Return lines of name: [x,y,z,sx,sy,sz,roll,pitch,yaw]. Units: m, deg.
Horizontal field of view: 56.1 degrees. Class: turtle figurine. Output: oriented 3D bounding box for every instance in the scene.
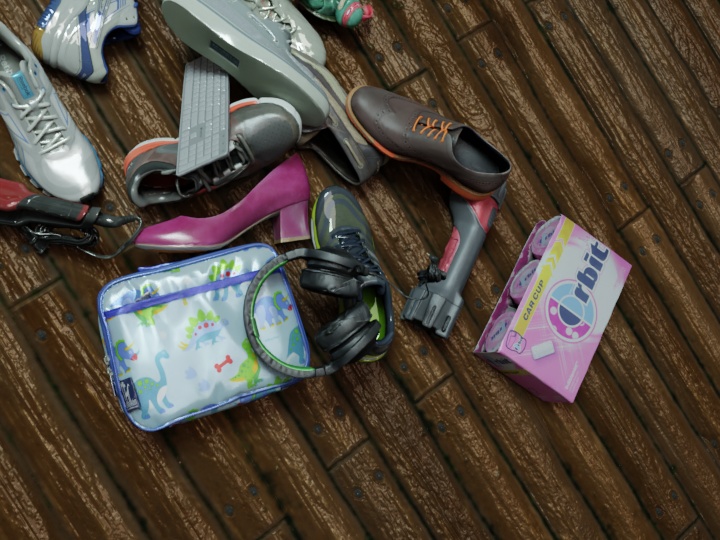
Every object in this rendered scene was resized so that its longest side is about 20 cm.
turtle figurine: [-0.048,-0.348,0.780,0.200,0.101,0.149,44,49,11]

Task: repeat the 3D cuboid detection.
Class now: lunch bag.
lunch bag: [-0.161,0.064,0.694,0.196,0.082,0.164,-13,83,-19]

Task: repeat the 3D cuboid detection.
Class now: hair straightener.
hair straightener: [-0.313,-0.052,0.673,0.195,0.078,0.042,8,54,-1]

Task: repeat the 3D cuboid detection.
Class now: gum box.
gum box: [0.236,0.042,0.820,0.112,0.066,0.202,33,73,-11]

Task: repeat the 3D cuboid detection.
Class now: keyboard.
keyboard: [-0.161,-0.171,0.697,0.055,0.011,0.202,-17,47,7]

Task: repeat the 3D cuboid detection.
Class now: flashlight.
flashlight: [0.108,-0.025,0.799,0.067,0.068,0.203,30,79,-14]

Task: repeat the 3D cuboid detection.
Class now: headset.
headset: [-0.016,0.031,0.659,0.196,0.094,0.126,-15,89,-12]

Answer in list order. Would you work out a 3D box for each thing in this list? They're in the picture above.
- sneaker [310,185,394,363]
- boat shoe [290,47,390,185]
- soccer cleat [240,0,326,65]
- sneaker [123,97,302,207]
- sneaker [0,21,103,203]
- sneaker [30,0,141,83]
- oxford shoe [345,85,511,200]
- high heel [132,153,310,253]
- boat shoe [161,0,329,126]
sneaker: [0.000,0.000,0.749,0.073,0.081,0.204,-17,86,-18]
boat shoe: [-0.052,-0.174,0.760,0.199,0.074,0.074,37,61,-7]
soccer cleat: [-0.115,-0.303,0.765,0.200,0.077,0.069,45,72,-6]
sneaker: [-0.149,-0.108,0.695,0.197,0.083,0.078,-21,128,5]
sneaker: [-0.330,-0.159,0.675,0.074,0.087,0.202,-34,93,-20]
sneaker: [-0.270,-0.296,0.730,0.087,0.075,0.203,28,81,-22]
oxford shoe: [0.077,-0.151,0.738,0.197,0.073,0.072,27,74,-8]
high heel: [-0.144,-0.072,0.721,0.196,0.067,0.098,-7,92,-22]
boat shoe: [-0.105,-0.233,0.698,0.199,0.070,0.072,36,66,-10]
